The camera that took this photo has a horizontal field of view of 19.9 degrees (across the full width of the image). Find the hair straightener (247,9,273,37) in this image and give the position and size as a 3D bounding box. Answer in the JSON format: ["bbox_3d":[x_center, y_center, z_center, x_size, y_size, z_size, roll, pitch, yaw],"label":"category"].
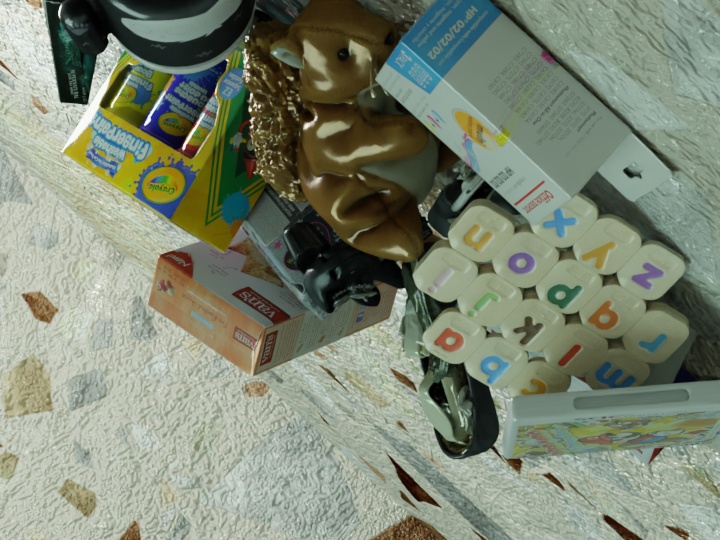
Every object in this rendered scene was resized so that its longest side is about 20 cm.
[{"bbox_3d":[-0.113,-0.227,1.725,0.200,0.041,0.077,29,-176,32],"label":"hair straightener"}]

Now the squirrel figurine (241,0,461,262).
[{"bbox_3d":[-0.025,-0.130,1.572,0.199,0.142,0.187,13,145,37],"label":"squirrel figurine"}]

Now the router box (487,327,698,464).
[{"bbox_3d":[0.201,0.076,1.831,0.200,0.049,0.180,40,168,13],"label":"router box"}]

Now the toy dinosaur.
[{"bbox_3d":[0.053,0.003,1.693,0.047,0.088,0.200,-9,132,16],"label":"toy dinosaur"}]

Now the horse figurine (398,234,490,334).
[{"bbox_3d":[0.075,0.017,1.858,0.200,0.050,0.133,62,175,3],"label":"horse figurine"}]

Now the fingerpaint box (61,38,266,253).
[{"bbox_3d":[-0.149,-0.130,1.781,0.073,0.167,0.200,32,179,-41],"label":"fingerpaint box"}]

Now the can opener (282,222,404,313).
[{"bbox_3d":[0.000,0.000,1.679,0.079,0.063,0.200,68,-164,14],"label":"can opener"}]

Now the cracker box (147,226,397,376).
[{"bbox_3d":[-0.076,0.016,1.869,0.134,0.200,0.058,32,123,27],"label":"cracker box"}]

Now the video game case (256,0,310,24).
[{"bbox_3d":[-0.098,-0.248,1.715,0.200,0.023,0.182,42,169,8],"label":"video game case"}]

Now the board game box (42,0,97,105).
[{"bbox_3d":[-0.222,-0.254,1.662,0.028,0.201,0.135,5,150,1],"label":"board game box"}]

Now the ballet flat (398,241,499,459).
[{"bbox_3d":[0.073,0.076,1.784,0.073,0.073,0.201,23,132,59],"label":"ballet flat"}]

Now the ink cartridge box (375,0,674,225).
[{"bbox_3d":[0.112,-0.101,1.431,0.200,0.068,0.115,42,169,0],"label":"ink cartridge box"}]

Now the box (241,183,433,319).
[{"bbox_3d":[-0.052,-0.077,1.813,0.115,0.132,0.200,54,177,-42],"label":"box"}]

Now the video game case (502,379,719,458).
[{"bbox_3d":[0.206,0.120,1.629,0.200,0.181,0.023,81,-175,-77],"label":"video game case"}]

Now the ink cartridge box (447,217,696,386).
[{"bbox_3d":[0.155,0.030,1.656,0.200,0.068,0.116,30,170,-12],"label":"ink cartridge box"}]

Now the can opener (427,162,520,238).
[{"bbox_3d":[0.095,-0.058,1.684,0.066,0.053,0.200,43,169,-2],"label":"can opener"}]

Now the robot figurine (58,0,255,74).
[{"bbox_3d":[-0.143,-0.226,1.550,0.150,0.125,0.200,6,167,3],"label":"robot figurine"}]

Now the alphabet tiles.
[{"bbox_3d":[0.145,0.023,1.563,0.200,0.015,0.196,30,128,-13],"label":"alphabet tiles"}]
